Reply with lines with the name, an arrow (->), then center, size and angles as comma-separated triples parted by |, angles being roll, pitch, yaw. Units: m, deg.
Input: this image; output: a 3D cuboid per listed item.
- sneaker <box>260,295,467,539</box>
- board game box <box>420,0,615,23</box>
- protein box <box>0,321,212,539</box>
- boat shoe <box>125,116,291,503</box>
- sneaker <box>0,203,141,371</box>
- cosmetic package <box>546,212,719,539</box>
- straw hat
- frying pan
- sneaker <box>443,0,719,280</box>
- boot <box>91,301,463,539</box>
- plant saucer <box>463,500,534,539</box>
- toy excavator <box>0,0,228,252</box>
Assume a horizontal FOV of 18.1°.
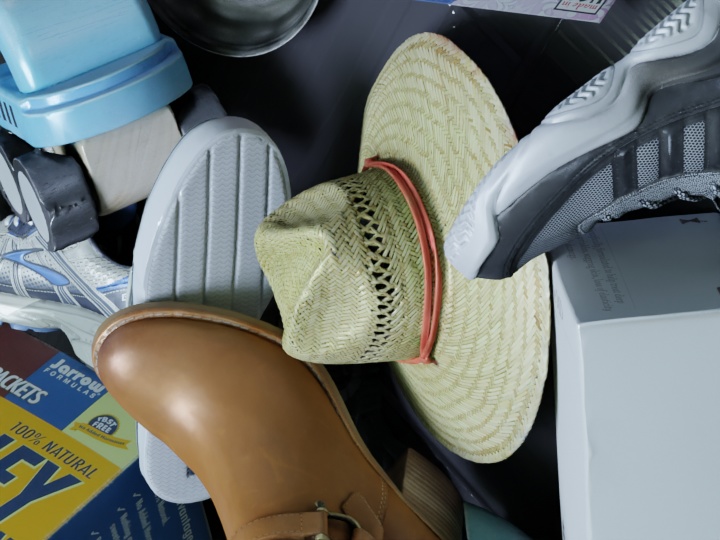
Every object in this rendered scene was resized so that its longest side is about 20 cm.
sneaker -> -0.012, 0.108, 1.111 | 0.091, 0.076, 0.201 | -36, 73, 53
board game box -> 0.049, -0.179, 0.822 | 0.199, 0.199, 0.044 | -55, 43, 44
protein box -> -0.188, 0.179, 1.178 | 0.134, 0.200, 0.199 | 24, 141, 33
boat shoe -> -0.083, 0.012, 1.056 | 0.071, 0.072, 0.201 | -126, 42, -50
sneaker -> -0.152, -0.011, 1.195 | 0.199, 0.077, 0.086 | 21, 112, 28
cosmetic package -> 0.123, 0.089, 0.919 | 0.080, 0.113, 0.202 | -7, 109, 0
straw hat -> 0.000, 0.000, 0.976 | 0.201, 0.084, 0.203 | 171, 90, -69
frying pan -> -0.033, -0.168, 1.026 | 0.189, 0.031, 0.116 | -23, 97, 36
sneaker -> 0.132, -0.035, 0.851 | 0.200, 0.075, 0.114 | -39, 88, 12
boot -> -0.043, 0.109, 0.973 | 0.200, 0.156, 0.077 | 39, 120, -13
plant saucer -> 0.079, 0.199, 1.008 | 0.036, 0.200, 0.202 | -10, 105, 3
toy excavator -> -0.152, -0.132, 1.091 | 0.194, 0.099, 0.201 | 30, 140, 65
